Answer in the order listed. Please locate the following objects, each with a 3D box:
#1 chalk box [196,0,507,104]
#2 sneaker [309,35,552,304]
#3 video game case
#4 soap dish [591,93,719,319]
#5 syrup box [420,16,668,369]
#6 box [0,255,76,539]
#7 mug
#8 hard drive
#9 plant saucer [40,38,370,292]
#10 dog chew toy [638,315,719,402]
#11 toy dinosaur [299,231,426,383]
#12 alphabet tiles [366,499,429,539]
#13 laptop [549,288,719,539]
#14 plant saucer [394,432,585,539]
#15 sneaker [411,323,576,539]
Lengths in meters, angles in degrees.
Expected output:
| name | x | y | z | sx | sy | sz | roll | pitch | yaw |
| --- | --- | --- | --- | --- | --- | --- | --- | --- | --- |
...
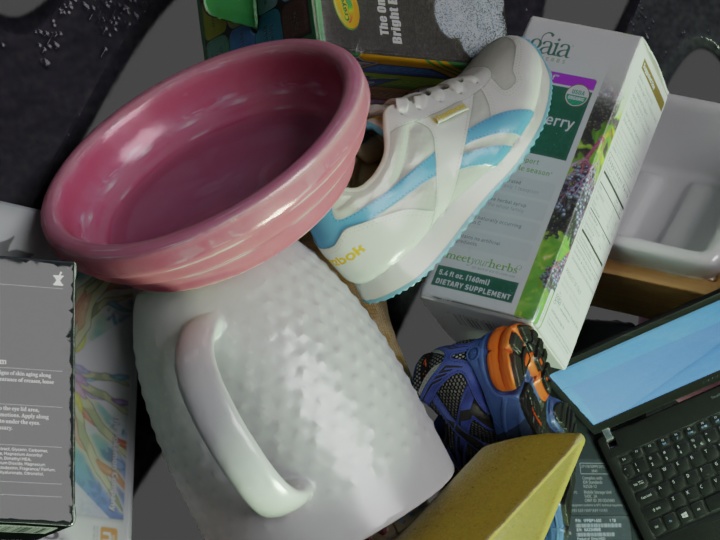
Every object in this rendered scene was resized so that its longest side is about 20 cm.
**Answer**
| name | x | y | z | sx | sy | sz | roll | pitch | yaw |
| --- | --- | --- | --- | --- | --- | --- | --- | --- | --- |
| chalk box | -0.025 | -0.174 | 1.425 | 0.199 | 0.124 | 0.126 | 3 | 77 | -37 |
| sneaker | 0.042 | -0.076 | 1.346 | 0.081 | 0.076 | 0.200 | 48 | 58 | -19 |
| video game case | -0.205 | 0.059 | 1.280 | 0.182 | 0.022 | 0.201 | 13 | 70 | -36 |
| soap dish | 0.177 | -0.044 | 1.511 | 0.158 | 0.199 | 0.081 | -57 | 147 | -34 |
| syrup box | 0.116 | -0.049 | 1.419 | 0.201 | 0.078 | 0.081 | -68 | 152 | -16 |
| box | -0.251 | 0.063 | 1.180 | 0.199 | 0.079 | 0.142 | 5 | 76 | -23 |
| mug | -0.054 | 0.075 | 1.294 | 0.176 | 0.147 | 0.200 | 62 | 12 | -3 |
| hard drive | 0.136 | 0.130 | 1.523 | 0.139 | 0.033 | 0.201 | 5 | 75 | -37 |
| plant saucer | -0.081 | -0.054 | 1.290 | 0.201 | 0.200 | 0.051 | -51 | 127 | -36 |
| dog chew toy | 0.283 | 0.029 | 1.559 | 0.124 | 0.200 | 0.125 | 12 | 69 | -36 |
| toy dinosaur | 0.000 | 0.000 | 1.430 | 0.101 | 0.058 | 0.200 | -9 | 59 | -41 |
| alphabet tiles | -0.001 | 0.235 | 1.400 | 0.200 | 0.008 | 0.168 | -30 | 98 | -40 |
| laptop | 0.236 | 0.107 | 1.459 | 0.201 | 0.177 | 0.103 | 65 | 14 | -5 |
| plant saucer | 0.037 | 0.193 | 1.333 | 0.048 | 0.200 | 0.200 | 36 | 57 | 16 |
| sneaker | 0.085 | 0.101 | 1.399 | 0.200 | 0.078 | 0.076 | 68 | 27 | -45 |
